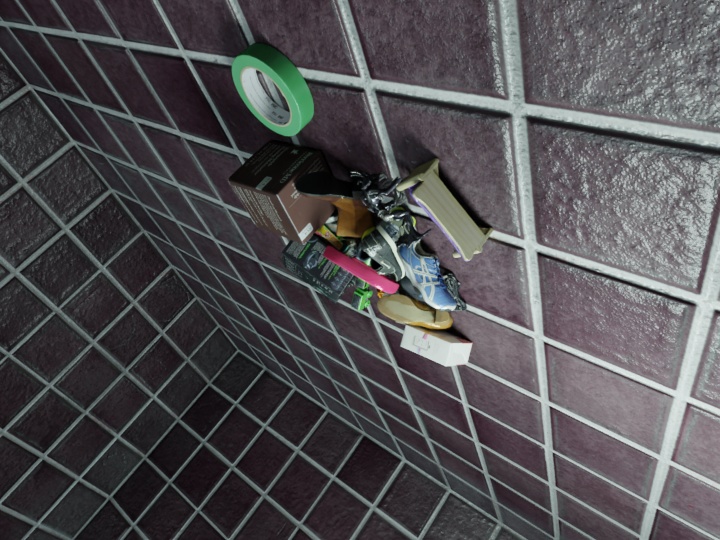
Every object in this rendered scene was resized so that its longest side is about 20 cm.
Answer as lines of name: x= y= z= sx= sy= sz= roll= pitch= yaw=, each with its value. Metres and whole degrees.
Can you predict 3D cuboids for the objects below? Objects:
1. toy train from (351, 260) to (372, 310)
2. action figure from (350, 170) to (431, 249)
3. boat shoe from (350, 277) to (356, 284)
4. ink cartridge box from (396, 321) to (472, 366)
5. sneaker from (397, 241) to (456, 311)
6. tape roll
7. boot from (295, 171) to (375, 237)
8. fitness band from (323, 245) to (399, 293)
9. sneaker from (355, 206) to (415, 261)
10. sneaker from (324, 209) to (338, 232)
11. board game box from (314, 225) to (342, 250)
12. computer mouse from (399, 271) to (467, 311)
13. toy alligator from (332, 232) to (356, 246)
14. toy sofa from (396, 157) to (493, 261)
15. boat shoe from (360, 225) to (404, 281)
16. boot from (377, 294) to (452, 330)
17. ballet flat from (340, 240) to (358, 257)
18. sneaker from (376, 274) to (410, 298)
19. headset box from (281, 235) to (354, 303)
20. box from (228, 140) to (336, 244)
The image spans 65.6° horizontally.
toy train: x=0.015 y=0.016 z=1.487 sx=0.041 sy=0.056 sz=0.203 roll=27 pitch=119 yaw=28
action figure: x=0.066 y=-0.145 z=1.180 sx=0.201 sy=0.102 sz=0.119 roll=53 pitch=170 yaw=1
boat shoe: x=-0.071 y=-0.011 z=1.666 sx=0.199 sy=0.071 sz=0.072 roll=18 pitch=148 yaw=44
ink cartridge box: x=0.196 y=0.199 z=1.560 sx=0.198 sy=0.069 sz=0.116 roll=20 pitch=-172 yaw=41
sneaker: x=0.157 y=0.010 z=1.307 sx=0.200 sy=0.076 sz=0.077 roll=49 pitch=117 yaw=7
tape roll: x=-0.192 y=-0.391 z=1.220 sx=0.199 sy=0.048 sz=0.201 roll=34 pitch=156 yaw=17
boot: x=-0.055 y=-0.152 z=1.339 sx=0.185 sy=0.069 sz=0.201 roll=-4 pitch=152 yaw=-1
fitness band: x=0.000 y=0.000 z=1.332 sx=0.198 sy=0.038 sz=0.143 roll=29 pitch=-177 yaw=17
sneaker: x=0.057 y=-0.077 z=1.309 sx=0.074 sy=0.081 sz=0.200 roll=38 pitch=141 yaw=-9
sneaker: x=-0.121 y=-0.144 z=1.502 sx=0.199 sy=0.074 sz=0.080 roll=20 pitch=145 yaw=39
board game box: x=-0.143 y=-0.109 z=1.503 sx=0.199 sy=0.030 sz=0.095 roll=24 pitch=167 yaw=42
computer mouse: x=0.167 y=0.045 z=1.421 sx=0.198 sy=0.053 sz=0.139 roll=18 pitch=149 yaw=42
toy alligator: x=-0.089 y=-0.104 z=1.545 sx=0.199 sy=0.059 sz=0.055 roll=13 pitch=145 yaw=48
toy sofa: x=0.160 y=-0.110 z=1.104 sx=0.200 sy=0.098 sz=0.083 roll=47 pitch=156 yaw=-16
boat shoe: x=0.049 y=-0.026 z=1.239 sx=0.072 sy=0.067 sz=0.200 roll=46 pitch=174 yaw=29
boot: x=0.146 y=0.122 z=1.487 sx=0.198 sy=0.072 sz=0.144 roll=11 pitch=166 yaw=10
ballet flat: x=-0.063 y=-0.049 z=1.599 sx=0.072 sy=0.072 sz=0.199 roll=51 pitch=156 yaw=-24
sneaker: x=0.069 y=0.037 z=1.529 sx=0.200 sy=0.077 sz=0.078 roll=43 pitch=159 yaw=0
headset box: x=-0.104 y=-0.007 z=1.490 sx=0.199 sy=0.093 sz=0.174 roll=35 pitch=169 yaw=2
box: x=-0.185 y=-0.199 z=1.394 sx=0.198 sy=0.166 sz=0.165 roll=20 pitch=149 yaw=39
